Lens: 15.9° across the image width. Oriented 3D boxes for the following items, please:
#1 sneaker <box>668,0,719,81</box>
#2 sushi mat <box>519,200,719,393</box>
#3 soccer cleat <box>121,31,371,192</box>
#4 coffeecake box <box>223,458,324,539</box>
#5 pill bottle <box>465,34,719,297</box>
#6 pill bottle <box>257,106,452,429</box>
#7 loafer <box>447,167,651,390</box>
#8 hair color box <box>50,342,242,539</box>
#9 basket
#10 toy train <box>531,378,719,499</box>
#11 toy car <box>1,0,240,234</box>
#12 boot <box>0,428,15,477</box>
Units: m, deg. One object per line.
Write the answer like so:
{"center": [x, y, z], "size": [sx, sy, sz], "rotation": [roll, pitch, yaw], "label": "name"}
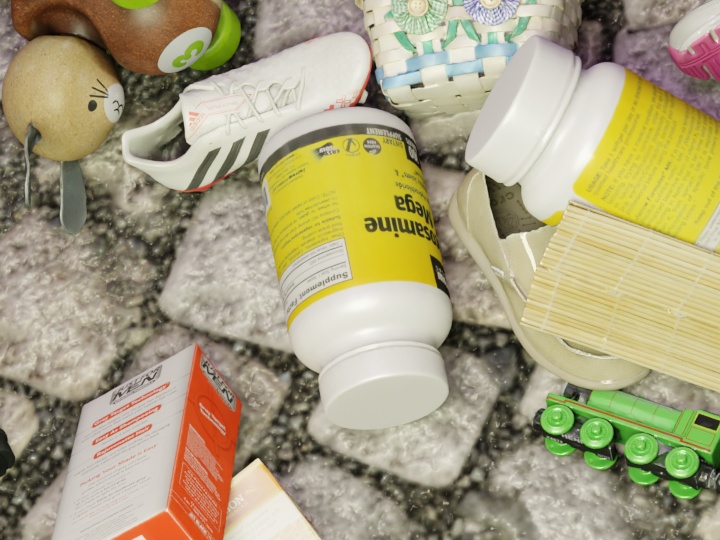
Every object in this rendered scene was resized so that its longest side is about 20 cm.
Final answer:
{"center": [0.286, -0.209, 1.777], "size": [0.200, 0.081, 0.088], "rotation": [-36, 58, -9], "label": "sneaker"}
{"center": [0.207, 0.026, 1.645], "size": [0.199, 0.096, 0.012], "rotation": [19, 32, -5], "label": "sushi mat"}
{"center": [-0.079, -0.112, 1.793], "size": [0.200, 0.085, 0.069], "rotation": [-25, 65, 33], "label": "soccer cleat"}
{"center": [-0.062, 0.249, 1.666], "size": [0.153, 0.073, 0.200], "rotation": [-38, 62, -3], "label": "coffeecake box"}
{"center": [0.176, -0.064, 1.670], "size": [0.200, 0.114, 0.115], "rotation": [29, 74, -9], "label": "pill bottle"}
{"center": [0.000, 0.000, 1.740], "size": [0.112, 0.112, 0.200], "rotation": [-16, 64, 9], "label": "pill bottle"}
{"center": [0.125, -0.003, 1.720], "size": [0.076, 0.068, 0.200], "rotation": [-27, 59, -23], "label": "loafer"}
{"center": [-0.139, 0.140, 1.677], "size": [0.101, 0.061, 0.200], "rotation": [-29, 25, 18], "label": "hair color box"}
{"center": [0.079, -0.214, 1.798], "size": [0.176, 0.139, 0.201], "rotation": [-8, 74, 14], "label": "basket"}
{"center": [0.208, 0.115, 1.670], "size": [0.200, 0.042, 0.056], "rotation": [19, 62, 23], "label": "toy train"}
{"center": [-0.192, -0.130, 1.835], "size": [0.157, 0.164, 0.201], "rotation": [11, 79, 20], "label": "toy car"}
{"center": [-0.351, 0.104, 1.816], "size": [0.198, 0.073, 0.163], "rotation": [-27, 64, -5], "label": "boot"}
